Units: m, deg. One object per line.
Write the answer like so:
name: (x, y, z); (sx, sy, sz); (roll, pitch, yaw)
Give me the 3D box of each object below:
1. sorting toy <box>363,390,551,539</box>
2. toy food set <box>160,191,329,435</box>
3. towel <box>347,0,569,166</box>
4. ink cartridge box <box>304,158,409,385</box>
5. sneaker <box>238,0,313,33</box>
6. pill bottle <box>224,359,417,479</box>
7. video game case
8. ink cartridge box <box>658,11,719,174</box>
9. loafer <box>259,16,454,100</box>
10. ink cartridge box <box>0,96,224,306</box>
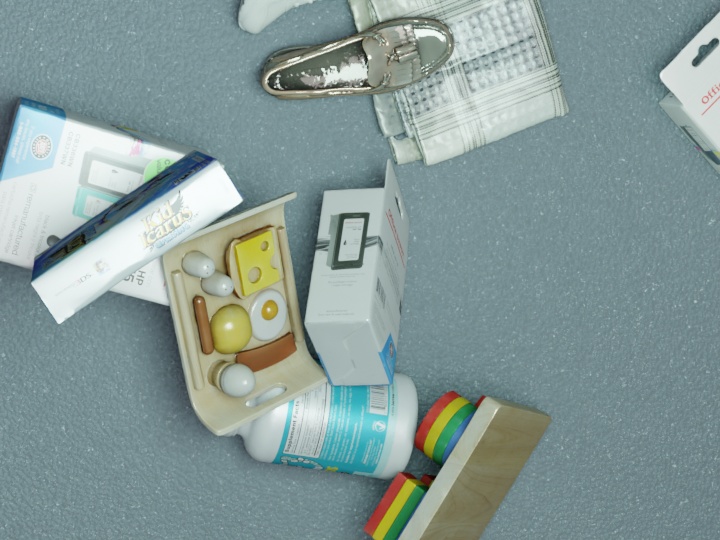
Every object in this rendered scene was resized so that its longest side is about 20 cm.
sorting toy: (0.094, 0.211, 1.597); (0.069, 0.200, 0.200); (33, 94, 23)
toy food set: (-0.102, 0.039, 1.472); (0.143, 0.060, 0.202); (-25, 118, -34)
towel: (0.100, -0.220, 1.597); (0.198, 0.035, 0.194); (-19, 105, -4)
ink cartridge box: (0.000, 0.000, 1.548); (0.067, 0.201, 0.116); (-2, 143, 14)
sneaker: (-0.037, -0.292, 1.525); (0.099, 0.078, 0.200); (41, 115, -15)
pill bottle: (-0.048, 0.147, 1.590); (0.198, 0.111, 0.112); (10, 96, -12)
video game case: (-0.197, -0.034, 1.336); (0.181, 0.200, 0.046); (-35, 101, -6)
ink cartridge box: (0.404, -0.175, 1.660); (0.117, 0.067, 0.200); (-44, 105, -2)
loafer: (-0.004, -0.203, 1.548); (0.198, 0.063, 0.073); (-11, 104, 8)
ink cartridge box: (-0.250, -0.067, 1.499); (0.198, 0.146, 0.148); (15, 95, -14)
